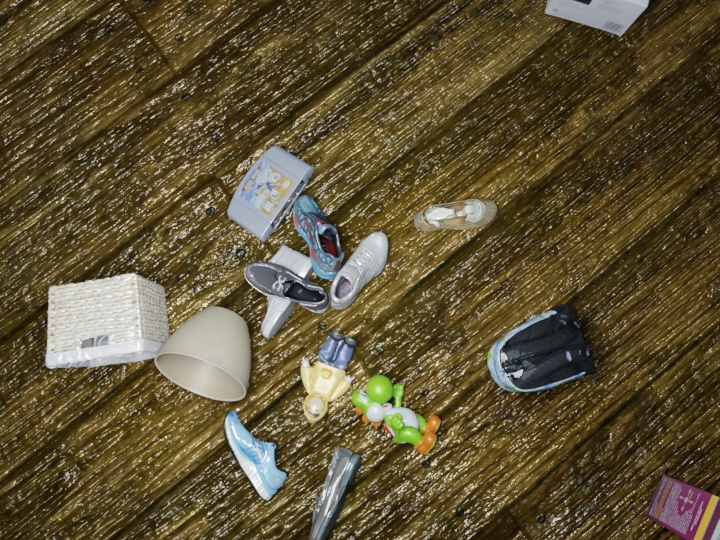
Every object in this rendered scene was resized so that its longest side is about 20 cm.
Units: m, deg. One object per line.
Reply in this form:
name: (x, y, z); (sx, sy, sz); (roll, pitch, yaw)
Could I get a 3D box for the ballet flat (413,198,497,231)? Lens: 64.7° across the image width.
ballet flat: (0.220, -0.126, 1.287); (0.196, 0.065, 0.072); (-12, 83, -2)

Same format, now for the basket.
basket: (-0.519, 0.110, 1.186); (0.194, 0.200, 0.164); (-9, 81, -2)

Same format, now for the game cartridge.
game cartridge: (-0.209, -0.179, 1.285); (0.132, 0.042, 0.202); (32, 85, 18)

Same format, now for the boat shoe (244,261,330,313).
boat shoe: (-0.154, 0.028, 1.203); (0.197, 0.063, 0.074); (24, 74, 0)

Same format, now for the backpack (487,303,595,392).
backpack: (0.374, 0.185, 1.225); (0.197, 0.153, 0.166); (-22, 86, -25)

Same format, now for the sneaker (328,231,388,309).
sneaker: (0.000, 0.000, 1.254); (0.074, 0.100, 0.202); (33, 83, 5)

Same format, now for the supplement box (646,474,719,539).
supplement box: (0.700, 0.510, 1.150); (0.129, 0.200, 0.104); (28, 83, 3)

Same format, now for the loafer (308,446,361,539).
loafer: (-0.065, 0.481, 1.222); (0.062, 0.072, 0.202); (22, 76, 22)

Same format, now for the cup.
cup: (-0.310, 0.164, 1.201); (0.197, 0.202, 0.145); (17, 56, 2)

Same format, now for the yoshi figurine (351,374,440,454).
yoshi figurine: (0.079, 0.297, 1.223); (0.198, 0.113, 0.113); (28, 68, 5)

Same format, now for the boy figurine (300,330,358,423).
boy figurine: (-0.079, 0.233, 1.245); (0.123, 0.064, 0.203); (25, 81, 0)

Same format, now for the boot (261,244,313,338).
boot: (-0.187, 0.044, 1.268); (0.094, 0.074, 0.202); (28, 76, 9)

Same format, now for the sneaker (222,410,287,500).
sneaker: (-0.228, 0.387, 1.232); (0.089, 0.078, 0.202); (-32, 88, -23)

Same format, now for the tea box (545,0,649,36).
tea box: (0.564, -0.693, 1.321); (0.196, 0.134, 0.200); (18, 84, 1)

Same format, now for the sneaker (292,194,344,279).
sneaker: (-0.082, -0.089, 1.250); (0.078, 0.096, 0.203); (-15, 72, -32)
